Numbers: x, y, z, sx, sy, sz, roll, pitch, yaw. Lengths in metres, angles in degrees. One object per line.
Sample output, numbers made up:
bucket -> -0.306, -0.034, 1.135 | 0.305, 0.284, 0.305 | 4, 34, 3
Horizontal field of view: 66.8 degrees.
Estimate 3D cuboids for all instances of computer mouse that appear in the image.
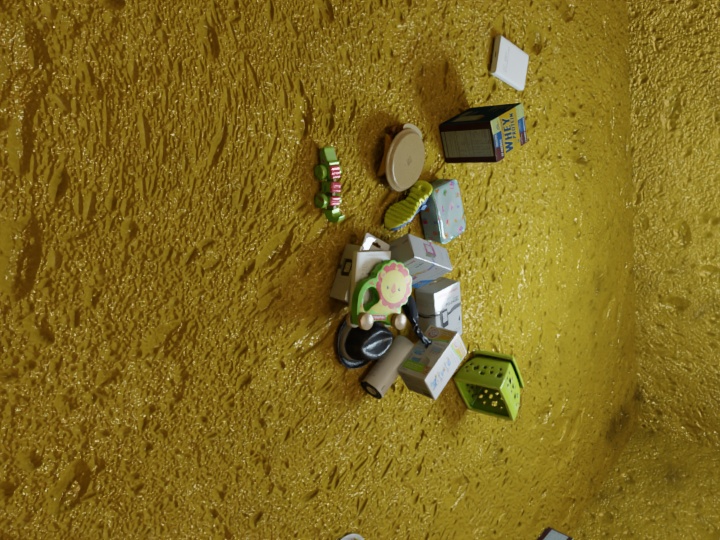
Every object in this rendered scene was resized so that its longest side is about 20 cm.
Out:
computer mouse -> 0.172, 0.145, 1.688 | 0.046, 0.200, 0.140 | -31, 132, 5

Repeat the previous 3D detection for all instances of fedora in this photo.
fedora -> 0.026, 0.208, 1.608 | 0.200, 0.092, 0.201 | -11, 105, -44

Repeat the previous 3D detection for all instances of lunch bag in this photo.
lunch bag -> 0.272, -0.195, 1.797 | 0.160, 0.077, 0.200 | -33, 119, -38

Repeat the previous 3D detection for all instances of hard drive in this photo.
hard drive -> 0.548, -0.757, 2.001 | 0.200, 0.026, 0.132 | 6, 93, -46
hard drive -> 0.026, 0.045, 1.529 | 0.132, 0.026, 0.200 | -4, 102, -43

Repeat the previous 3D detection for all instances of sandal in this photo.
sandal -> 0.149, -0.185, 1.680 | 0.200, 0.079, 0.087 | -42, 157, -21

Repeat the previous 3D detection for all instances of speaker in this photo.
speaker -> 0.090, 0.298, 1.700 | 0.200, 0.081, 0.081 | -49, 128, -29

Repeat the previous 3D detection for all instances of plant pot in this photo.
plant pot -> 0.498, 0.420, 2.058 | 0.182, 0.199, 0.200 | -51, 129, -34

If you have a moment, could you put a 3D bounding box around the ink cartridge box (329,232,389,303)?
ink cartridge box -> 0.000, 0.000, 1.564 | 0.116, 0.067, 0.200 | 25, 80, -44

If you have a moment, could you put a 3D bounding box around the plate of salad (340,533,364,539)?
plate of salad -> -0.045, 0.925, 1.699 | 0.200, 0.048, 0.201 | -9, 103, -44

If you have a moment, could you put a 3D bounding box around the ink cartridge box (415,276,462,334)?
ink cartridge box -> 0.267, 0.140, 1.846 | 0.145, 0.083, 0.200 | -22, 114, -40

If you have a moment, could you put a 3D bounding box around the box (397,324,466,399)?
box -> 0.226, 0.281, 1.699 | 0.200, 0.112, 0.101 | -48, 129, -27

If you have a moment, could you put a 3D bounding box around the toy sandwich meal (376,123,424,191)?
toy sandwich meal -> 0.119, -0.339, 1.630 | 0.205, 0.070, 0.206 | -26, 126, -43

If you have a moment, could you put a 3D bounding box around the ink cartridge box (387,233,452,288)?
ink cartridge box -> 0.157, -0.025, 1.651 | 0.200, 0.144, 0.085 | 17, 52, -45

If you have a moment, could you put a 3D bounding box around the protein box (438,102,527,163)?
protein box -> 0.405, -0.451, 1.797 | 0.198, 0.200, 0.135 | -35, 121, -36

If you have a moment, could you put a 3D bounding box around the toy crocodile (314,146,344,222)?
toy crocodile -> -0.078, -0.227, 1.449 | 0.067, 0.062, 0.200 | -11, 105, -44

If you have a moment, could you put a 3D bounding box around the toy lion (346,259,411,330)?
toy lion -> 0.061, 0.065, 1.507 | 0.200, 0.069, 0.192 | 4, 91, -41

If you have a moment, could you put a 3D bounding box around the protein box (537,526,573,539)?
protein box -> 0.955, 1.445, 2.728 | 0.200, 0.135, 0.199 | -18, 109, -42
